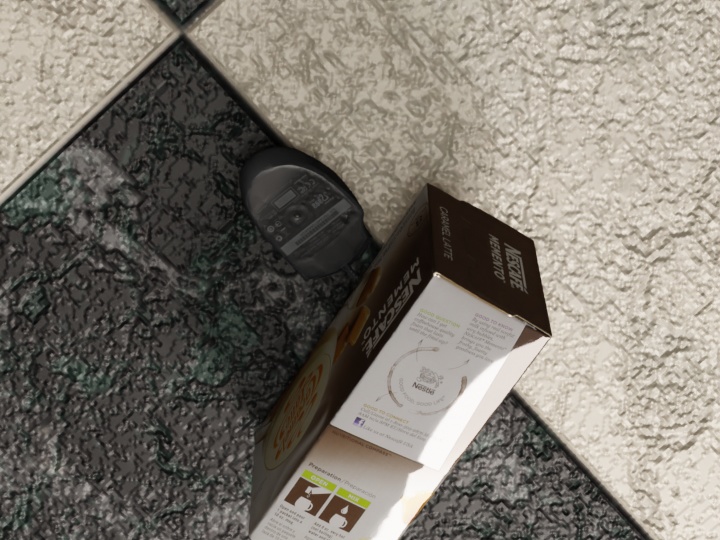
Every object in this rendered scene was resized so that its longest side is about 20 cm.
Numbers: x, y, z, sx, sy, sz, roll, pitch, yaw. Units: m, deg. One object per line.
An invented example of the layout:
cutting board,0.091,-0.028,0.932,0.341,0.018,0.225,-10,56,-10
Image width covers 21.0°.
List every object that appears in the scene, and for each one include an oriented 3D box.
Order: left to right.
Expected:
computer mouse,0.000,0.000,1.163,0.058,0.034,0.200,-34,114,15
coffee box,0.019,0.067,1.116,0.079,0.115,0.201,28,115,-15
